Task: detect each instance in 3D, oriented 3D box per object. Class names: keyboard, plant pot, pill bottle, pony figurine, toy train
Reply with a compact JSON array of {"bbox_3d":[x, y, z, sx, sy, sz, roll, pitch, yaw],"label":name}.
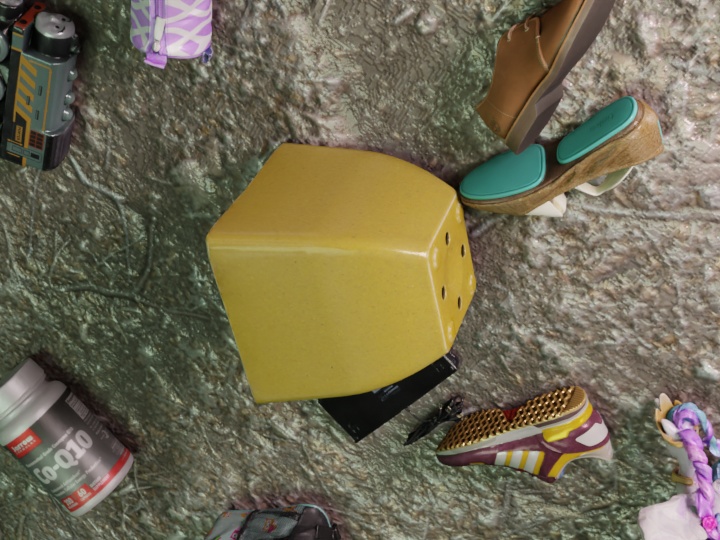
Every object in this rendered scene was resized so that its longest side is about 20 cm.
[{"bbox_3d":[0.044,0.144,1.249,0.127,0.021,0.200,47,132,-2],"label":"keyboard"},{"bbox_3d":[0.000,0.000,1.060,0.199,0.196,0.195,0,123,22],"label":"plant pot"},{"bbox_3d":[-0.413,0.223,1.474,0.114,0.114,0.200,-31,106,39],"label":"pill bottle"},{"bbox_3d":[0.342,0.239,1.070,0.166,0.193,0.201,-19,117,-1],"label":"pony figurine"},{"bbox_3d":[-0.359,-0.200,1.172,0.114,0.085,0.200,20,129,-3],"label":"toy train"}]

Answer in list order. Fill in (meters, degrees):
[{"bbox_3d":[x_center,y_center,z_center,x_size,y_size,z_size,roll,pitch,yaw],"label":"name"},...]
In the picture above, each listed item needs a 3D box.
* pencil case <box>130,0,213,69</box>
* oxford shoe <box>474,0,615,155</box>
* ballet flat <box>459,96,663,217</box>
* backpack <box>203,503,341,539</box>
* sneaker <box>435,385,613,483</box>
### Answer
[{"bbox_3d":[-0.178,-0.290,1.006,0.084,0.086,0.201,15,128,14],"label":"pencil case"},{"bbox_3d":[0.154,-0.193,0.921,0.071,0.071,0.200,41,129,14],"label":"oxford shoe"},{"bbox_3d":[0.185,-0.088,0.990,0.200,0.068,0.072,-27,127,34],"label":"ballet flat"},{"bbox_3d":[-0.124,0.404,1.438,0.199,0.153,0.176,-2,127,36],"label":"backpack"},{"bbox_3d":[0.173,0.196,1.183,0.200,0.075,0.090,-22,106,38],"label":"sneaker"}]
